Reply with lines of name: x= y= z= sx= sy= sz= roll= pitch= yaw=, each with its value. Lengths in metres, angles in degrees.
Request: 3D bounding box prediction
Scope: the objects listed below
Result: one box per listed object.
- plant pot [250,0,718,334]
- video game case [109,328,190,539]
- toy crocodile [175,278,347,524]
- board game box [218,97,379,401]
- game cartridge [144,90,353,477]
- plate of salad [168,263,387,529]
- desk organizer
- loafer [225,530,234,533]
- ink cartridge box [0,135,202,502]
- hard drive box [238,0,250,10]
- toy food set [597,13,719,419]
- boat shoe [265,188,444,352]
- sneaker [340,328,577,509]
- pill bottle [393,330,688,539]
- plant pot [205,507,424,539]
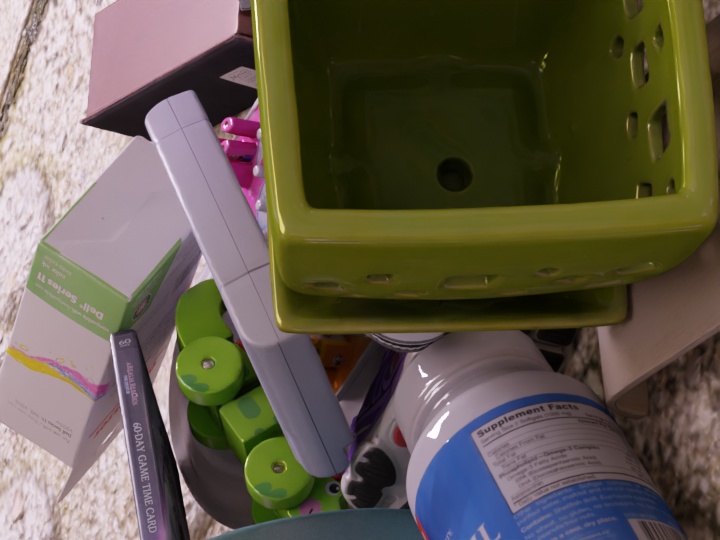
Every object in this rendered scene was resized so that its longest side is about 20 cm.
plant pot: x=0.045 y=-0.074 z=1.300 sx=0.182 sy=0.197 sz=0.201 roll=104 pitch=163 yaw=-68
video game case: x=-0.108 y=0.153 z=1.571 sx=0.143 sy=0.019 sz=0.201 roll=79 pitch=180 yaw=-52
toy crocodile: x=-0.051 y=0.091 z=1.565 sx=0.200 sy=0.061 sz=0.068 roll=55 pitch=166 yaw=31
board game box: x=-0.010 y=-0.065 z=1.565 sx=0.200 sy=0.026 sz=0.201 roll=-56 pitch=42 yaw=36
game cartridge: x=-0.062 y=0.001 z=1.504 sx=0.041 sy=0.133 sz=0.201 roll=-27 pitch=46 yaw=1
plate of salad: x=-0.043 y=0.055 z=1.648 sx=0.199 sy=0.048 sz=0.202 roll=-18 pitch=65 yaw=44
desk organizer: x=-0.097 y=-0.146 z=1.773 sx=0.200 sy=0.071 sz=0.078 roll=-21 pitch=61 yaw=54
loafer: x=-0.066 y=0.191 z=1.524 sx=0.200 sy=0.062 sz=0.072 roll=69 pitch=-159 yaw=-66
ink cartridge box: x=-0.157 y=0.032 z=1.675 sx=0.117 sy=0.067 sz=0.201 roll=-52 pitch=-11 yaw=-44
hard drive box: x=-0.059 y=-0.275 z=1.607 sx=0.076 sy=0.200 sz=0.157 roll=-9 pitch=51 yaw=13
toy food set: x=0.170 y=-0.028 z=1.329 sx=0.200 sy=0.060 sz=0.145 roll=139 pitch=133 yaw=-57
boat shoe: x=0.000 y=0.000 z=1.455 sx=0.200 sy=0.068 sz=0.057 roll=-128 pitch=38 yaw=-59
sneaker: x=0.043 y=0.044 z=1.489 sx=0.200 sy=0.080 sz=0.084 roll=-53 pitch=31 yaw=34
pill bottle: x=0.087 y=0.120 z=1.356 sx=0.113 sy=0.112 sz=0.200 roll=-62 pitch=35 yaw=27
plant pot: x=-0.005 y=0.207 z=1.395 sx=0.142 sy=0.199 sz=0.142 roll=-62 pitch=36 yaw=28
